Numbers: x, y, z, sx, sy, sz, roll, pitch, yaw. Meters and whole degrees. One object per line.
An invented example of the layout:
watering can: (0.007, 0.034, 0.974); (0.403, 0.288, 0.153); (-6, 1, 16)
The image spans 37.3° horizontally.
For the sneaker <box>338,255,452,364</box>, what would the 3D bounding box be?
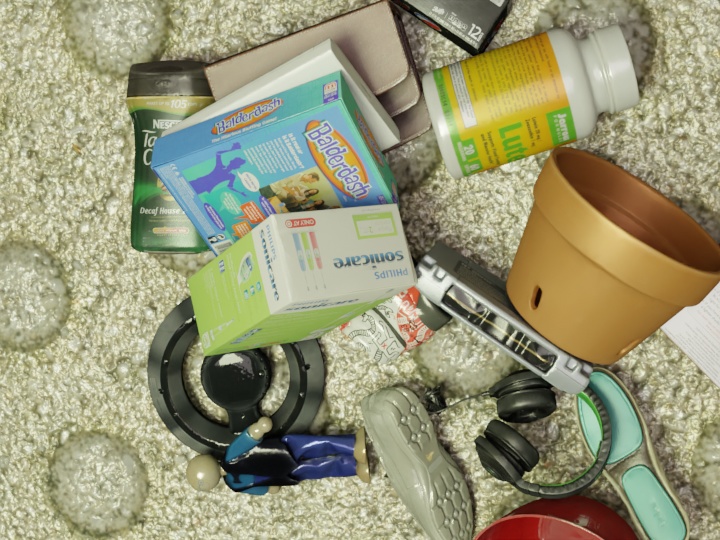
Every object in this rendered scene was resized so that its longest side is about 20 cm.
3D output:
sneaker: (0.000, 0.001, 1.130); (0.108, 0.067, 0.202); (-38, 83, 21)

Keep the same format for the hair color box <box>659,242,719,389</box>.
hair color box: (0.401, 0.016, 1.074); (0.111, 0.064, 0.200); (44, 102, 3)

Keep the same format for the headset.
headset: (0.159, 0.161, 1.101); (0.197, 0.094, 0.125); (17, 71, 16)

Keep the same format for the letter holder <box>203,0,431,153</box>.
letter holder: (-0.037, -0.174, 1.101); (0.197, 0.101, 0.144); (-18, 96, 10)

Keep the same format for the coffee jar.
coffee jar: (-0.195, -0.121, 1.137); (0.103, 0.085, 0.203); (0, 96, 9)

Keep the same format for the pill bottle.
pill bottle: (0.169, -0.173, 1.062); (0.197, 0.111, 0.113); (-17, 94, 10)

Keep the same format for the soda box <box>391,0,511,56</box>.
soda box: (0.056, -0.299, 1.084); (0.199, 0.071, 0.064); (35, 96, 4)

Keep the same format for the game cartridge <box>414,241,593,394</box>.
game cartridge: (0.145, 0.044, 1.079); (0.199, 0.133, 0.041); (35, 108, 5)

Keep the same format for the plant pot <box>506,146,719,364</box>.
plant pot: (0.233, -0.006, 1.041); (0.199, 0.200, 0.141); (34, 115, 3)

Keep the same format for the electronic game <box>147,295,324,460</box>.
electronic game: (-0.137, 0.115, 1.177); (0.197, 0.042, 0.203); (0, 101, 1)

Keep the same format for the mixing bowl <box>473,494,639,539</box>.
mixing bowl: (0.217, 0.309, 1.097); (0.198, 0.108, 0.203); (13, 117, 26)

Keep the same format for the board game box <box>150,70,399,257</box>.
board game box: (-0.080, -0.093, 1.040); (0.197, 0.045, 0.153); (-17, 135, 14)

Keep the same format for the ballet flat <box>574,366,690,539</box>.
ballet flat: (0.280, 0.197, 1.110); (0.069, 0.069, 0.202); (-24, 76, 11)

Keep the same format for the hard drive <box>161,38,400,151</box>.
hard drive: (-0.078, -0.131, 1.052); (0.198, 0.027, 0.132); (-24, 133, 21)

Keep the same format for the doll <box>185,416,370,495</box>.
doll: (-0.091, 0.204, 1.152); (0.197, 0.049, 0.137); (-7, 137, 1)

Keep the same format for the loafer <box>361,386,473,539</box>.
loafer: (0.062, 0.216, 1.154); (0.069, 0.070, 0.202); (-11, 106, 51)

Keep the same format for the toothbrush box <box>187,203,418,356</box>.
toothbrush box: (-0.062, 0.011, 1.048); (0.144, 0.199, 0.087); (-7, 78, -34)
